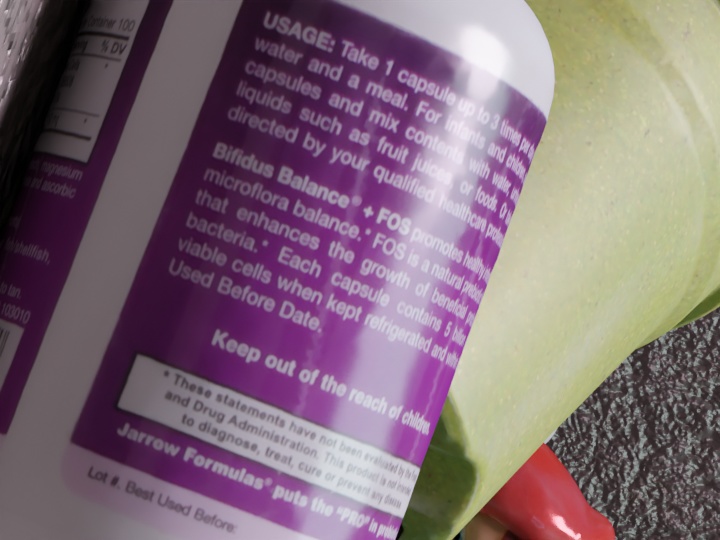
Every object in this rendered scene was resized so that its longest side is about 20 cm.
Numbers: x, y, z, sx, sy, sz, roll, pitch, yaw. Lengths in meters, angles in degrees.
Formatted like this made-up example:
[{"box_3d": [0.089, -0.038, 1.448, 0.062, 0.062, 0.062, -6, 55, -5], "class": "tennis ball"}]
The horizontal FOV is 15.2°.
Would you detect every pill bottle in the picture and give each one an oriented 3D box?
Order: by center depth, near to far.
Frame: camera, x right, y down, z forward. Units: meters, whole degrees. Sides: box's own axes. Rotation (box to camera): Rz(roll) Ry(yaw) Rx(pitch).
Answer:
[{"box_3d": [-0.020, -0.020, 0.632, 0.112, 0.112, 0.201, 75, 36, -85], "class": "pill bottle"}]

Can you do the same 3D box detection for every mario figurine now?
[{"box_3d": [0.032, 0.157, 1.127, 0.106, 0.123, 0.201, 7, 96, -45], "class": "mario figurine"}]

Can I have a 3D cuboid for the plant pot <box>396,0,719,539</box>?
[{"box_3d": [0.015, -0.009, 0.869, 0.184, 0.200, 0.201, -50, 164, -43], "class": "plant pot"}]

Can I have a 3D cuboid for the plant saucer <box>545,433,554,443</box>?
[{"box_3d": [0.048, -0.018, 1.198, 0.050, 0.200, 0.200, -28, -163, 25], "class": "plant saucer"}]
